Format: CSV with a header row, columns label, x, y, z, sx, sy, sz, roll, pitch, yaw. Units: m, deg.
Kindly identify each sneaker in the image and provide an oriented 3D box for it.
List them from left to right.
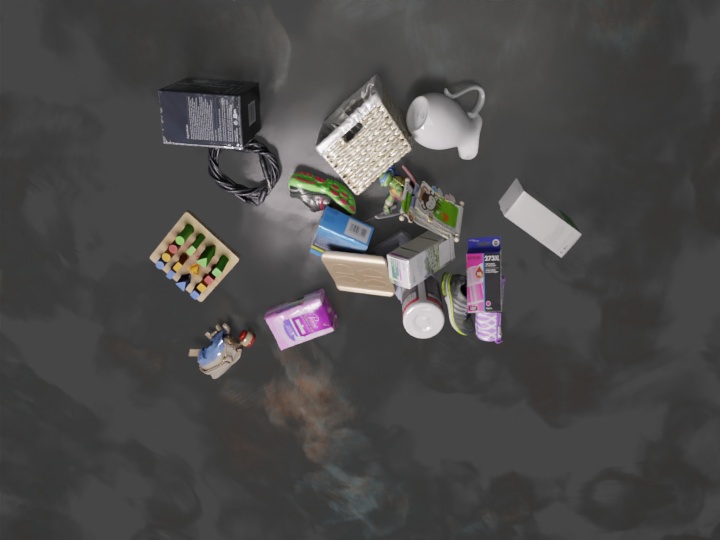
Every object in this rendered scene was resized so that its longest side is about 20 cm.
label,x,y,z,sx,sy,sz,roll,pitch,yaw
sneaker,-0.101,-0.196,1.528,0.194,0.078,0.085,24,134,-4
sneaker,0.291,0.098,1.617,0.079,0.074,0.205,-1,123,41

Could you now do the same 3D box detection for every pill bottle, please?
label,x,y,z,sx,sy,sz,roll,pitch,yaw
pill bottle,0.161,0.074,1.517,0.106,0.203,0.114,1,123,1

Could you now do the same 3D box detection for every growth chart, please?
label,x,y,z,sx,sy,sz,roll,pitch,yaw
growth chart,0.181,-0.155,1.433,0.194,0.150,0.018,20,149,-23

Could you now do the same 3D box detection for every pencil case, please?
label,x,y,z,sx,sy,sz,roll,pitch,yaw
pencil case,0.368,0.105,1.621,0.081,0.085,0.207,-17,117,-22

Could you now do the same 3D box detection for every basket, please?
label,x,y,z,sx,sy,sz,roll,pitch,yaw
basket,0.013,-0.327,1.375,0.196,0.202,0.161,-36,111,20

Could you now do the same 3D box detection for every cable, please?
label,x,y,z,sx,sy,sz,roll,pitch,yaw
cable,-0.312,-0.275,1.508,0.197,0.051,0.164,35,114,-12

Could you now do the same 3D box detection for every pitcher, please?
label,x,y,z,sx,sy,sz,roll,pitch,yaw
pitcher,0.212,-0.372,1.365,0.195,0.120,0.178,7,103,-37

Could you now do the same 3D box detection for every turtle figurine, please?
label,x,y,z,sx,sy,sz,roll,pitch,yaw
turtle figurine,0.113,-0.152,1.487,0.189,0.206,0.144,24,151,-13

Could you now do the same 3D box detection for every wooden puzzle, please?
label,x,y,z,sx,sy,sz,roll,pitch,yaw
wooden puzzle,0.000,0.000,1.562,0.178,0.048,0.202,6,154,15

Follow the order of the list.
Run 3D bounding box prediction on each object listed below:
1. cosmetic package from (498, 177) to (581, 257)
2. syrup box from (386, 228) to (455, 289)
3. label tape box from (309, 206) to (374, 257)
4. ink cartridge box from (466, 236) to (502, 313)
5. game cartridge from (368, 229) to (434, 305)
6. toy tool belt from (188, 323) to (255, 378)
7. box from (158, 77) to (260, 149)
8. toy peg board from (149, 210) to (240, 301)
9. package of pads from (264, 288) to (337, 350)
label,x,y,z,sx,sy,sz,roll,pitch,yaw
cosmetic package,0.463,-0.137,1.485,0.197,0.109,0.086,33,115,-13
syrup box,0.162,-0.036,1.505,0.080,0.197,0.081,18,126,43
label tape box,-0.055,-0.082,1.555,0.139,0.068,0.200,23,160,-5
ink cartridge box,0.334,0.011,1.542,0.091,0.037,0.209,-2,82,19
game cartridge,0.127,-0.010,1.613,0.130,0.041,0.203,-26,112,20
toy tool belt,-0.421,0.226,1.725,0.122,0.126,0.199,39,113,-24
box,-0.354,-0.382,1.374,0.188,0.202,0.128,3,116,2
toy peg board,-0.482,-0.020,1.621,0.199,0.099,0.198,42,112,-15
package of pads,-0.175,0.147,1.691,0.194,0.076,0.123,-20,116,13
